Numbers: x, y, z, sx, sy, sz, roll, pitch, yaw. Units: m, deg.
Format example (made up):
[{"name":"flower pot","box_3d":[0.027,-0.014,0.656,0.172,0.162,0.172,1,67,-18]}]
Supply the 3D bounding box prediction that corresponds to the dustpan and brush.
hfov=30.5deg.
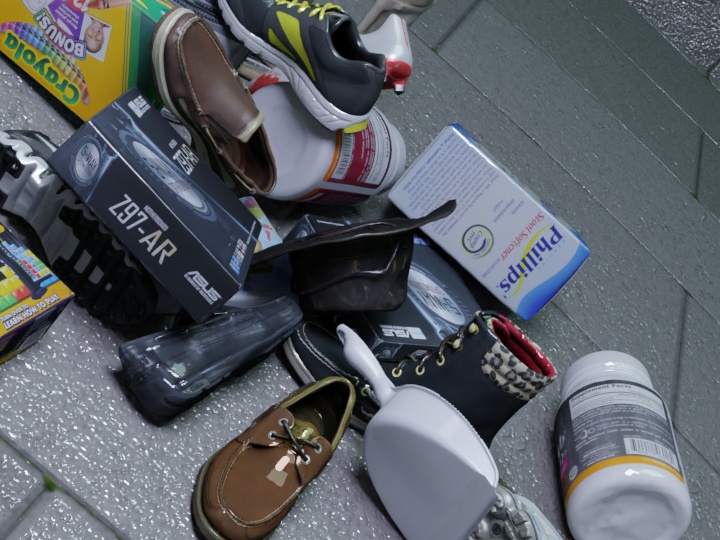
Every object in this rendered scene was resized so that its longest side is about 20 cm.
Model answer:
[{"name":"dustpan and brush","box_3d":[0.033,0.124,1.049,0.057,0.140,0.200,-31,69,-38]}]

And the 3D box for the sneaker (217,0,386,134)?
[{"name":"sneaker","box_3d":[-0.048,-0.220,1.209,0.200,0.085,0.074,46,38,8]}]

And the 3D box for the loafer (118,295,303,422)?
[{"name":"loafer","box_3d":[-0.112,0.052,1.033,0.071,0.068,0.200,53,32,5]}]

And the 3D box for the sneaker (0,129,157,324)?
[{"name":"sneaker","box_3d":[-0.218,-0.043,1.033,0.200,0.067,0.090,44,30,9]}]

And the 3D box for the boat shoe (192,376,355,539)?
[{"name":"boat shoe","box_3d":[-0.061,0.133,0.984,0.072,0.068,0.200,41,27,-2]}]

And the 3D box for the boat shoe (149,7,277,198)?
[{"name":"boat shoe","box_3d":[-0.114,-0.139,1.130,0.075,0.203,0.075,20,62,26]}]

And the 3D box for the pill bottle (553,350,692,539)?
[{"name":"pill bottle","box_3d":[0.249,0.174,1.281,0.116,0.116,0.200,33,28,-17]}]

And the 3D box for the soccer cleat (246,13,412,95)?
[{"name":"soccer cleat","box_3d":[-0.034,-0.216,1.394,0.069,0.199,0.086,25,62,-54]}]

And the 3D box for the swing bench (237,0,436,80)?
[{"name":"swing bench","box_3d":[-0.048,-0.284,1.458,0.200,0.199,0.130,35,28,-12]}]

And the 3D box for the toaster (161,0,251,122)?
[{"name":"toaster","box_3d":[-0.188,-0.233,1.275,0.199,0.129,0.114,25,33,-29]}]

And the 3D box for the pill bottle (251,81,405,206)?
[{"name":"pill bottle","box_3d":[-0.034,-0.122,1.326,0.113,0.113,0.200,52,20,18]}]

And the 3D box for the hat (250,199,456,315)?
[{"name":"hat","box_3d":[0.000,0.000,1.141,0.200,0.200,0.081,-20,96,-60]}]

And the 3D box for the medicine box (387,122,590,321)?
[{"name":"medicine box","box_3d":[0.139,-0.057,1.428,0.200,0.103,0.182,42,9,0]}]

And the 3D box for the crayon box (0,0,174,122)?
[{"name":"crayon box","box_3d":[-0.248,-0.219,1.167,0.200,0.119,0.058,39,26,8]}]

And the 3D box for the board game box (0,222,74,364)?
[{"name":"board game box","box_3d":[-0.307,0.007,0.857,0.165,0.057,0.200,45,27,2]}]

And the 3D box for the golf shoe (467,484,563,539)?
[{"name":"golf shoe","box_3d":[0.167,0.265,1.092,0.097,0.078,0.200,16,38,-50]}]

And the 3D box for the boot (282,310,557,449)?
[{"name":"boot","box_3d":[0.050,0.076,1.116,0.203,0.154,0.074,40,27,-2]}]

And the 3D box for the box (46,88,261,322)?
[{"name":"box","box_3d":[-0.152,-0.057,1.022,0.160,0.043,0.200,48,10,-10]}]

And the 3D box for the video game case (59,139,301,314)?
[{"name":"video game case","box_3d":[-0.149,-0.039,1.165,0.200,0.022,0.182,0,49,-53]}]

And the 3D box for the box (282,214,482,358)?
[{"name":"box","box_3d":[0.034,0.028,1.286,0.199,0.044,0.161,8,42,-47]}]
